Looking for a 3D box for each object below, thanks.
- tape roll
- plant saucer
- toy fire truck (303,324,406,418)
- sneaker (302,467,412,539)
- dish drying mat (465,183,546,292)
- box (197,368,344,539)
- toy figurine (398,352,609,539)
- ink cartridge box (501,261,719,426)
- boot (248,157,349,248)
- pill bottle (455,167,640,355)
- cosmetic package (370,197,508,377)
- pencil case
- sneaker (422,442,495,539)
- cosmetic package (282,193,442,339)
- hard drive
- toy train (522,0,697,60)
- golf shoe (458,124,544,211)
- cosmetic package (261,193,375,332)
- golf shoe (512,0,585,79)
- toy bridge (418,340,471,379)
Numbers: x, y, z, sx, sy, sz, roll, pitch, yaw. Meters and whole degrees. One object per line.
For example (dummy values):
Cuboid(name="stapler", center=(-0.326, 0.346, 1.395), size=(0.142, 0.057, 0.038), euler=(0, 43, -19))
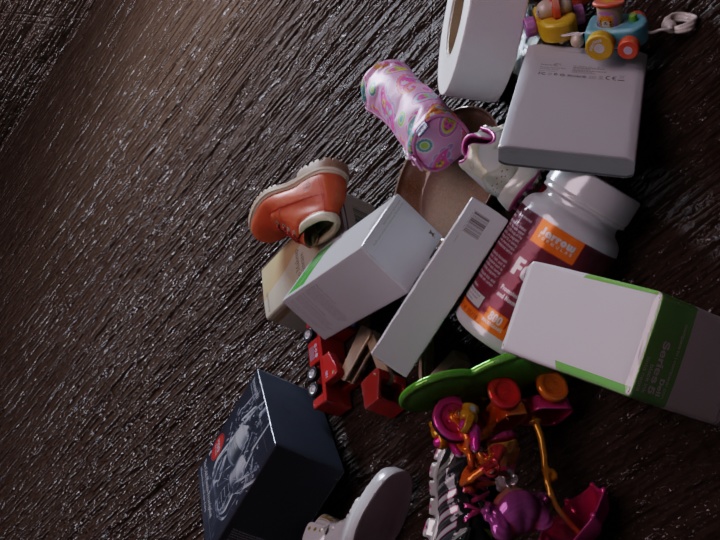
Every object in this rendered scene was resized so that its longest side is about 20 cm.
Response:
Cuboid(name="tape roll", center=(0.152, -0.315, 1.170), size=(0.202, 0.070, 0.204), euler=(-171, 90, -86))
Cuboid(name="plant saucer", center=(0.120, -0.113, 1.212), size=(0.200, 0.037, 0.201), euler=(-30, 49, 43))
Cuboid(name="toy fire truck", center=(-0.011, 0.121, 1.249), size=(0.141, 0.049, 0.201), euler=(-40, 41, 34))
Cuboid(name="sneaker", center=(-0.017, 0.308, 1.130), size=(0.115, 0.073, 0.201), euler=(31, 99, 53))
Cuboid(name="dish drying mat", center=(0.195, -0.034, 1.077), size=(0.200, 0.018, 0.077), euler=(-57, 34, 17))
Cuboid(name="box", center=(-0.126, 0.265, 1.246), size=(0.183, 0.104, 0.200), euler=(-58, 23, 12))
Cuboid(name="toy figurine", center=(0.152, 0.186, 0.885), size=(0.150, 0.199, 0.185), euler=(121, 140, -51))
Cuboid(name="ink cartridge box", center=(0.245, 0.068, 0.787), size=(0.145, 0.199, 0.084), euler=(17, 88, 56))
Cuboid(name="boot", center=(-0.095, -0.070, 1.330), size=(0.200, 0.075, 0.108), euler=(-30, 50, 42))
Cuboid(name="pill bottle", center=(0.196, -0.009, 0.976), size=(0.201, 0.114, 0.114), euler=(-60, 34, 13))
Cuboid(name="cosmetic package", center=(0.090, 0.015, 1.057), size=(0.201, 0.052, 0.151), euler=(-57, -2, 6))
Cuboid(name="pencil case", center=(0.067, -0.205, 1.231), size=(0.088, 0.087, 0.200), euler=(-55, 37, 19))
Cuboid(name="sneaker", center=(0.115, 0.257, 0.977), size=(0.087, 0.073, 0.201), euler=(7, 81, 55))
Cuboid(name="cosmetic package", center=(0.000, 0.000, 1.192), size=(0.200, 0.085, 0.108), euler=(-35, 16, 50))
Cuboid(name="hard drive", center=(0.224, -0.171, 0.975), size=(0.131, 0.026, 0.200), euler=(8, 44, 14))
Cuboid(name="toy train", center=(0.265, -0.300, 1.039), size=(0.150, 0.056, 0.200), euler=(-30, 38, -14))
Cuboid(name="golf shoe", center=(0.165, -0.142, 1.061), size=(0.075, 0.091, 0.200), euler=(-59, 1, 29))
Cuboid(name="cosmetic package", center=(-0.059, -0.011, 1.371), size=(0.200, 0.071, 0.106), euler=(-45, 39, 30))
Cuboid(name="golf shoe", center=(0.224, -0.249, 1.134), size=(0.097, 0.078, 0.201), euler=(117, 156, -53))
Cuboid(name="toy bridge", center=(0.100, 0.123, 1.112), size=(0.067, 0.027, 0.200), euler=(-51, 36, 24))
